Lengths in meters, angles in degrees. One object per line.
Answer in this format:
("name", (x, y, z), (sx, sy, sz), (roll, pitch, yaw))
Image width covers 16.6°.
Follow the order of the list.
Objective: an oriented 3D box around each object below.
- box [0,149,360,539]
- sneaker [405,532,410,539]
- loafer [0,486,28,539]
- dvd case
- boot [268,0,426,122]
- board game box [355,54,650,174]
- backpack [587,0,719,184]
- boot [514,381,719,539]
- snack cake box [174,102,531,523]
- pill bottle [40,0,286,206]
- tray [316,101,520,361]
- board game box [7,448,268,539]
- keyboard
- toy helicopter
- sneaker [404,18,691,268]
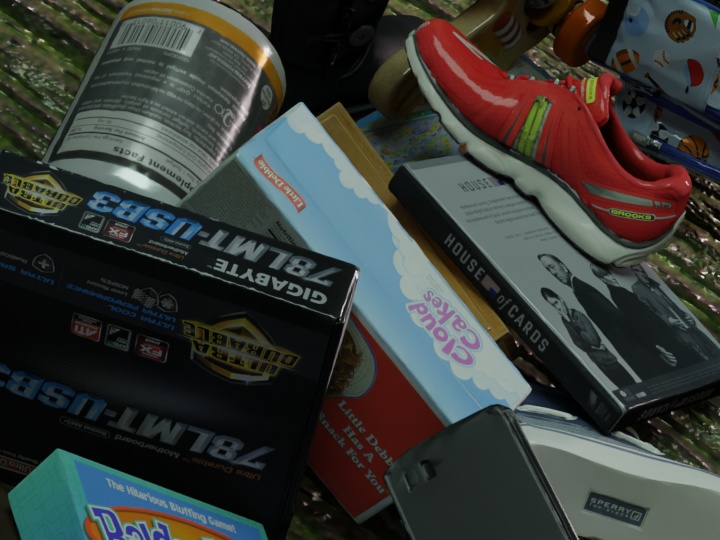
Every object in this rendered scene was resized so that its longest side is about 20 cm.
("box", (-0.115, 0.051, 1.295), (0.198, 0.199, 0.050), (18, 42, 1))
("sneaker", (0.042, 0.200, 1.284), (0.089, 0.075, 0.201), (-3, 45, -20))
("loafer", (-0.192, 0.146, 1.261), (0.071, 0.073, 0.201), (-17, 60, -2))
("dvd case", (0.123, 0.005, 1.462), (0.200, 0.025, 0.150), (49, 31, 20))
("boot", (0.011, -0.185, 1.565), (0.164, 0.201, 0.066), (-29, 59, -37))
("board game box", (0.073, -0.064, 1.583), (0.134, 0.034, 0.199), (40, 49, 23))
("backpack", (0.260, -0.129, 1.593), (0.190, 0.155, 0.199), (22, 24, 30))
("boot", (0.162, 0.120, 1.405), (0.199, 0.073, 0.091), (24, 24, -8))
("snack cake box", (-0.016, 0.025, 1.330), (0.200, 0.115, 0.067), (51, 45, -2))
("pill bottle", (-0.126, -0.056, 1.443), (0.115, 0.117, 0.201), (20, 57, 4))
("tray", (0.000, 0.000, 1.464), (0.098, 0.037, 0.200), (-34, 57, -3))
("board game box", (-0.086, 0.196, 1.219), (0.152, 0.045, 0.201), (25, 31, -43))
("keyboard", (0.071, 0.174, 1.235), (0.103, 0.040, 0.201), (-26, 64, 3))
("toy helicopter", (0.083, -0.163, 1.569), (0.200, 0.133, 0.079), (-37, 68, -26))
("sneaker", (0.117, -0.093, 1.484), (0.200, 0.085, 0.077), (40, 28, 4))
